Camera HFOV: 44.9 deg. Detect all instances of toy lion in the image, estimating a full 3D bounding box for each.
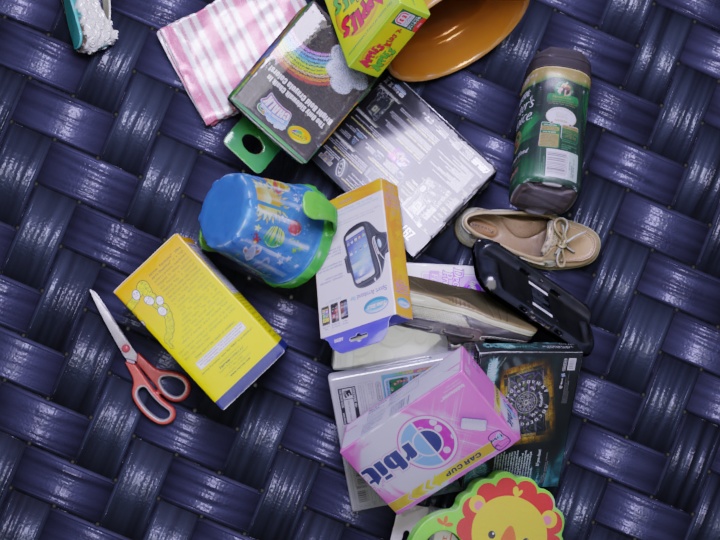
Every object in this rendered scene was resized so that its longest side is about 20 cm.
[{"bbox_3d":[0.152,0.345,1.081,0.198,0.069,0.193,7,81,-6],"label":"toy lion"}]

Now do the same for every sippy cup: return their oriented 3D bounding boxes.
[{"bbox_3d":[-0.123,-0.058,1.082,0.178,0.130,0.140,-48,51,19],"label":"sippy cup"}]

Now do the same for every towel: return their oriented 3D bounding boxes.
[{"bbox_3d":[-0.153,-0.301,1.164,0.199,0.030,0.147,-29,91,-3],"label":"towel"}]

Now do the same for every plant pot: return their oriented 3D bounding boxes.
[{"bbox_3d":[0.086,-0.375,1.105,0.199,0.200,0.184,-24,75,-3],"label":"plant pot"}]

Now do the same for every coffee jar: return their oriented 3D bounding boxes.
[{"bbox_3d":[0.244,-0.181,1.122,0.085,0.104,0.201,10,71,1],"label":"coffee jar"}]

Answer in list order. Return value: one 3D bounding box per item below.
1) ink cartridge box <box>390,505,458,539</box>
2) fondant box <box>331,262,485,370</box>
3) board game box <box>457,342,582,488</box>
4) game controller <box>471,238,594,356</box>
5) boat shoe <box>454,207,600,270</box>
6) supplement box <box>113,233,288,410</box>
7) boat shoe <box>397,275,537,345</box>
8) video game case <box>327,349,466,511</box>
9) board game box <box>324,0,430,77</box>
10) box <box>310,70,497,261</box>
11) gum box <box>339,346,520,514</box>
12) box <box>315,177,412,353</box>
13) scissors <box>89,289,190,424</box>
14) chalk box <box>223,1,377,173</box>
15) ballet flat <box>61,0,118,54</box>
[{"bbox_3d":[0.137,0.383,1.139,0.198,0.067,0.117,12,89,-6],"label":"ink cartridge box"},{"bbox_3d":[0.064,0.062,1.152,0.198,0.058,0.146,3,89,-4],"label":"fondant box"},{"bbox_3d":[0.200,0.187,1.110,0.134,0.028,0.202,1,112,-8],"label":"board game box"},{"bbox_3d":[0.223,0.035,1.120,0.199,0.105,0.042,32,130,-19],"label":"game controller"},{"bbox_3d":[0.225,-0.042,1.158,0.198,0.063,0.074,7,89,-2],"label":"boat shoe"},{"bbox_3d":[-0.199,0.064,1.115,0.109,0.109,0.200,-43,90,-3],"label":"supplement box"},{"bbox_3d":[0.121,0.060,1.097,0.199,0.072,0.066,16,113,-10],"label":"boat shoe"},{"bbox_3d":[0.062,0.210,1.133,0.181,0.024,0.201,-10,110,-3],"label":"video game case"},{"bbox_3d":[0.006,-0.339,1.025,0.047,0.102,0.201,10,50,-38],"label":"board game box"},{"bbox_3d":[0.054,-0.138,1.146,0.200,0.044,0.160,43,87,9],"label":"box"},{"bbox_3d":[0.080,0.200,1.062,0.200,0.066,0.114,-37,102,19],"label":"gum box"},{"bbox_3d":[0.000,0.000,1.070,0.119,0.041,0.202,-20,67,35],"label":"box"},{"bbox_3d":[-0.309,0.118,1.156,0.200,0.014,0.073,44,89,-2],"label":"scissors"},{"bbox_3d":[-0.088,-0.219,1.105,0.125,0.124,0.200,41,93,-15],"label":"chalk box"},{"bbox_3d":[-0.371,-0.382,1.147,0.071,0.072,0.201,-17,92,-3],"label":"ballet flat"}]
